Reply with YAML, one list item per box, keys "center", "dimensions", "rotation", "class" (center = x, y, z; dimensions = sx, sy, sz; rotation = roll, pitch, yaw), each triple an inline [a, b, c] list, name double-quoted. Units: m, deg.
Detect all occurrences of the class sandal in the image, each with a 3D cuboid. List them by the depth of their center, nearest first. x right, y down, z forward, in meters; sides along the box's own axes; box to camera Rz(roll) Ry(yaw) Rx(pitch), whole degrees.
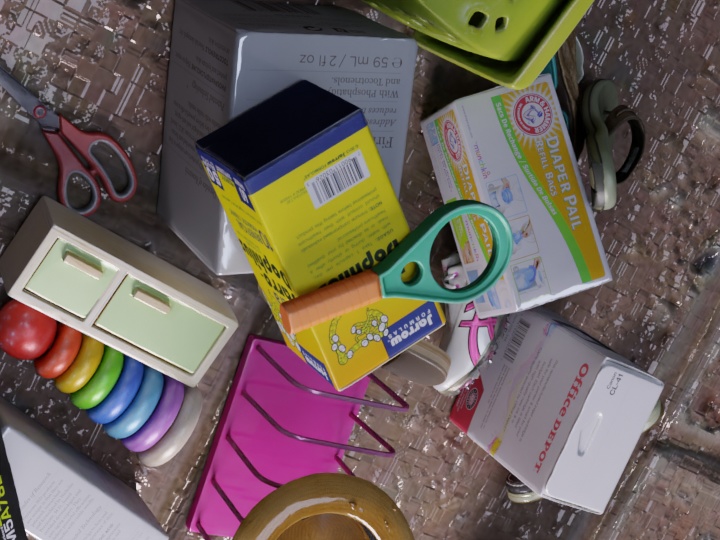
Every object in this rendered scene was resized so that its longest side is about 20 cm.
- center: [0.242, -0.117, 1.442]
  dimensions: [0.057, 0.202, 0.080]
  rotation: [-9, 120, 12]
  class: "sandal"
- center: [0.000, 0.033, 1.463]
  dimensions: [0.210, 0.078, 0.070]
  rotation: [30, 57, -17]
  class: "sandal"

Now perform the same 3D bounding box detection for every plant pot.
- center: [0.102, -0.283, 1.326]
  dimensions: [0.181, 0.200, 0.200]
  rotation: [38, 88, -37]
  class: "plant pot"

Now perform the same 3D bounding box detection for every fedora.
- center: [-0.044, 0.266, 1.362]
  dimensions: [0.198, 0.082, 0.203]
  rotation: [-5, 105, -20]
  class: "fedora"

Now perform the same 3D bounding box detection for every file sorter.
- center: [-0.056, 0.187, 1.447]
  dimensions: [0.138, 0.125, 0.202]
  rotation: [14, 101, -29]
  class: "file sorter"

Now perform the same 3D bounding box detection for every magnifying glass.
- center: [0.031, 0.004, 1.167]
  dimensions: [0.198, 0.022, 0.080]
  rotation: [-20, 116, -20]
  class: "magnifying glass"

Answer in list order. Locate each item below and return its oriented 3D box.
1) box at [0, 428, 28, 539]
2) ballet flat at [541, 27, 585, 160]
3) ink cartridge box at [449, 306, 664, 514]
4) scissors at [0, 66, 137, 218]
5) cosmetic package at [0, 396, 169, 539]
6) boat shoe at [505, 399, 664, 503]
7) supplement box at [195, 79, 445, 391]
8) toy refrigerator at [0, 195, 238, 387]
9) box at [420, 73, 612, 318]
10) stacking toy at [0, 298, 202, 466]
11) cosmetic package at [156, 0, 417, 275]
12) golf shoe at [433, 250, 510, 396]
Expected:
- center: [-0.366, 0.166, 1.249]
  dimensions: [0.047, 0.198, 0.195]
  rotation: [-34, 124, -51]
  class: "box"
- center: [0.193, -0.172, 1.492]
  dimensions: [0.072, 0.067, 0.202]
  rotation: [-25, 115, -39]
  class: "ballet flat"
- center: [0.187, 0.128, 1.505]
  dimensions: [0.085, 0.200, 0.149]
  rotation: [20, 99, -30]
  class: "ink cartridge box"
- center: [-0.261, -0.132, 1.300]
  dimensions: [0.073, 0.014, 0.201]
  rotation: [-34, 118, -10]
  class: "scissors"
- center: [-0.272, 0.196, 1.356]
  dimensions: [0.200, 0.102, 0.074]
  rotation: [40, 86, -30]
  class: "cosmetic package"
- center: [0.230, 0.173, 1.625]
  dimensions: [0.199, 0.073, 0.065]
  rotation: [-33, 108, -17]
  class: "boat shoe"
- center: [-0.030, -0.028, 1.200]
  dimensions: [0.109, 0.109, 0.201]
  rotation: [-31, 119, -14]
  class: "supplement box"
- center: [-0.210, 0.022, 1.338]
  dimensions: [0.199, 0.070, 0.076]
  rotation: [31, 102, -31]
  class: "toy refrigerator"
- center: [0.142, -0.068, 1.423]
  dimensions: [0.100, 0.112, 0.202]
  rotation: [-17, 89, -15]
  class: "box"
- center: [-0.239, 0.090, 1.357]
  dimensions: [0.199, 0.085, 0.086]
  rotation: [38, 89, -24]
  class: "stacking toy"
- center: [-0.067, -0.119, 1.311]
  dimensions: [0.166, 0.166, 0.202]
  rotation: [-2, 110, -26]
  class: "cosmetic package"
- center: [0.110, 0.024, 1.513]
  dimensions: [0.091, 0.073, 0.202]
  rotation: [26, 89, -12]
  class: "golf shoe"
